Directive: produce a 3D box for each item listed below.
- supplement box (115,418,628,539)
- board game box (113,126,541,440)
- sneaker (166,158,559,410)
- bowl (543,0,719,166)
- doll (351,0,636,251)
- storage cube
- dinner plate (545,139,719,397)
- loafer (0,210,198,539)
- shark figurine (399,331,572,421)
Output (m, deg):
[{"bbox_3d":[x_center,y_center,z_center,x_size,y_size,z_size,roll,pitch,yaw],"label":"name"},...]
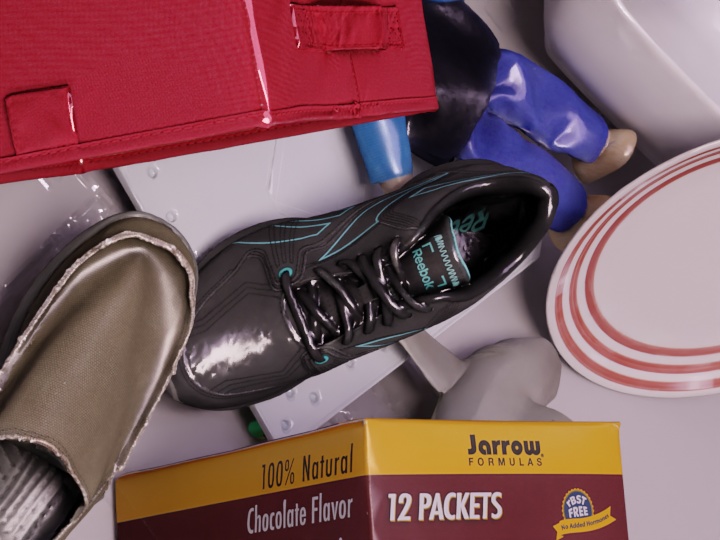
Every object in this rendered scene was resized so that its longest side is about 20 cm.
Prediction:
[{"bbox_3d":[0.005,0.173,0.846,0.133,0.197,0.200,4,76,-35],"label":"supplement box"},{"bbox_3d":[-0.024,-0.047,0.983,0.200,0.026,0.200,-36,101,-35],"label":"board game box"},{"bbox_3d":[0.000,0.000,0.907,0.200,0.079,0.076,-29,99,-18],"label":"sneaker"},{"bbox_3d":[0.175,-0.132,1.094,0.200,0.075,0.200,41,41,-21],"label":"bowl"},{"bbox_3d":[0.043,-0.082,0.992,0.200,0.048,0.137,31,69,-26],"label":"doll"},{"bbox_3d":[-0.092,-0.131,0.776,0.171,0.200,0.180,-16,97,-66],"label":"storage cube"},{"bbox_3d":[0.189,-0.006,1.039,0.200,0.200,0.024,17,41,-32],"label":"dinner plate"},{"bbox_3d":[-0.121,0.068,0.830,0.075,0.070,0.200,31,79,-21],"label":"loafer"},{"bbox_3d":[0.065,0.106,0.956,0.128,0.089,0.215,46,49,-45],"label":"shark figurine"}]
